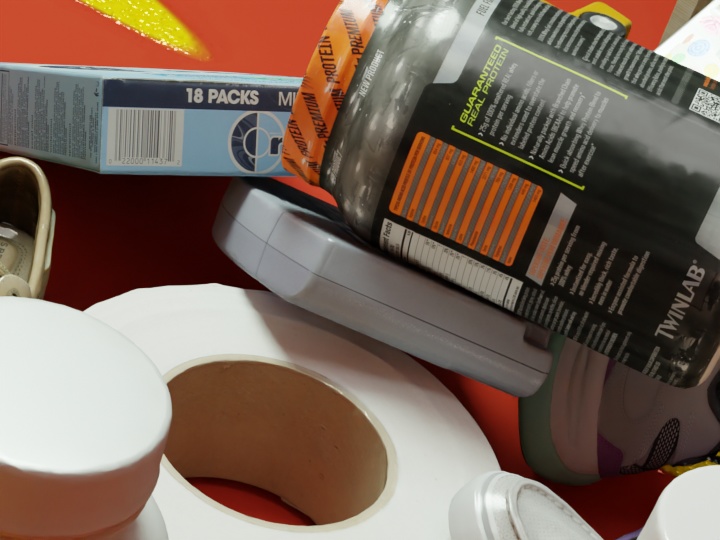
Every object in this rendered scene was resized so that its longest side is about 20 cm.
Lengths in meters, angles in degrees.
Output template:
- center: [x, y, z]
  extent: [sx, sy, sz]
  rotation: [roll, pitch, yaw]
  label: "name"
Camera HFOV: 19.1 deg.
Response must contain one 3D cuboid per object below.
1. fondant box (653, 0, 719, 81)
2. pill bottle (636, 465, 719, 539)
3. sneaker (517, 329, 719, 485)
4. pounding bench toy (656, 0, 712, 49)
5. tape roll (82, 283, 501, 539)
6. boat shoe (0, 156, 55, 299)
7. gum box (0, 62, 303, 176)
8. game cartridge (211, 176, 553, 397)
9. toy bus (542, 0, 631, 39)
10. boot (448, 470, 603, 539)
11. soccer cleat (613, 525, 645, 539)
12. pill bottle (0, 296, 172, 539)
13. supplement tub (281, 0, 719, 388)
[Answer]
- center: [0.247, -0.094, 1.113]
  extent: [0.200, 0.058, 0.144]
  rotation: [-39, 65, -9]
  label: "fondant box"
- center: [0.100, 0.167, 0.707]
  extent: [0.110, 0.201, 0.112]
  rotation: [15, 33, -10]
  label: "pill bottle"
- center: [0.141, -0.005, 0.978]
  extent: [0.138, 0.202, 0.078]
  rotation: [-4, -2, 13]
  label: "sneaker"
- center: [0.286, -0.094, 1.266]
  extent: [0.199, 0.125, 0.156]
  rotation: [-15, 47, -43]
  label: "pounding bench toy"
- center: [-0.044, 0.093, 0.860]
  extent: [0.200, 0.071, 0.203]
  rotation: [14, 33, -9]
  label: "tape roll"
- center: [-0.173, 0.021, 0.897]
  extent: [0.071, 0.065, 0.201]
  rotation: [16, 33, -6]
  label: "boat shoe"
- center: [-0.083, -0.073, 1.021]
  extent: [0.168, 0.045, 0.200]
  rotation: [-1, 8, -29]
  label: "gum box"
- center: [0.000, 0.000, 0.968]
  extent: [0.133, 0.041, 0.200]
  rotation: [27, 4, -16]
  label: "game cartridge"
- center: [0.080, -0.110, 1.233]
  extent: [0.078, 0.066, 0.200]
  rotation: [31, 34, 20]
  label: "toy bus"
- center: [0.126, 0.139, 0.798]
  extent: [0.200, 0.096, 0.074]
  rotation: [49, 35, 1]
  label: "boot"
- center: [0.154, 0.126, 0.938]
  extent: [0.199, 0.069, 0.073]
  rotation: [-11, 20, -34]
  label: "soccer cleat"
- center: [-0.122, 0.112, 0.665]
  extent: [0.110, 0.201, 0.111]
  rotation: [15, 31, -9]
  label: "pill bottle"
- center: [0.075, -0.044, 0.888]
  extent: [0.199, 0.123, 0.123]
  rotation: [26, 33, 7]
  label: "supplement tub"
